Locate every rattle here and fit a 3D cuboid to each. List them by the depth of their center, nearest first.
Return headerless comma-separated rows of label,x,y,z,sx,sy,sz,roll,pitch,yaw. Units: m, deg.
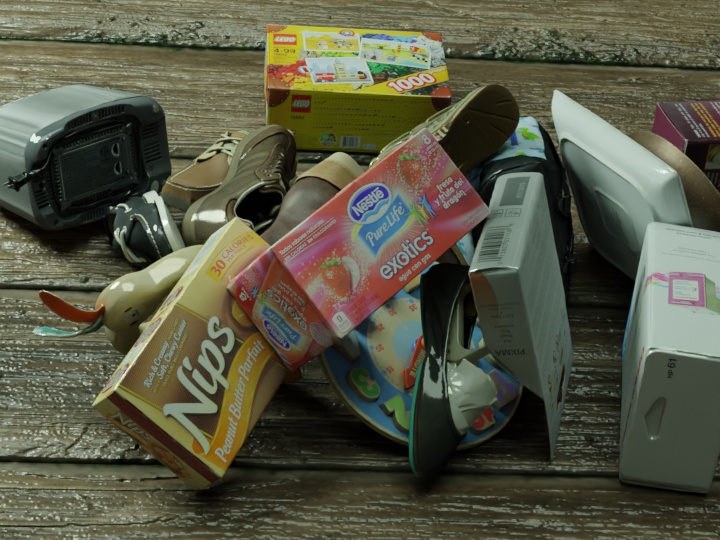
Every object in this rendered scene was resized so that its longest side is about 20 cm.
rattle,-0.170,0.064,1.600,0.199,0.130,0.144,-9,70,-56

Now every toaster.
toaster,-0.293,-0.113,1.826,0.199,0.115,0.129,-25,30,-37

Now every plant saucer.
plant saucer,0.300,-0.038,1.761,0.037,0.201,0.200,-32,45,-12

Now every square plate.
square plate,0.253,-0.053,1.757,0.028,0.201,0.198,-32,40,-13

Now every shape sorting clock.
shape sorting clock,0.055,0.069,1.637,0.198,0.039,0.201,13,55,-20

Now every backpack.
backpack,0.143,-0.072,1.806,0.152,0.164,0.200,-4,30,15

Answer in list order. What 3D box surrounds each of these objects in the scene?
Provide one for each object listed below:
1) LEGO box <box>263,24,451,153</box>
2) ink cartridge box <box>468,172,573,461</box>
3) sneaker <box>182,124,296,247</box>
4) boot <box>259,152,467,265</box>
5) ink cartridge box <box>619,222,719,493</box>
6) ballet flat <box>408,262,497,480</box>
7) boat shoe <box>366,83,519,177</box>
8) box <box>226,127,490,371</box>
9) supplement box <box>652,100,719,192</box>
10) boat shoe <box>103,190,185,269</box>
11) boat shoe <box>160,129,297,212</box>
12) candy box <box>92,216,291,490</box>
LEGO box,-0.006,-0.199,2.036,0.198,0.078,0.149,2,35,-5
ink cartridge box,0.143,0.039,1.615,0.050,0.201,0.163,-1,32,15
sneaker,-0.092,-0.073,1.755,0.075,0.071,0.200,-1,35,28
boot,0.000,0.000,1.714,0.200,0.072,0.167,43,48,-6
ink cartridge box,0.278,0.075,1.617,0.084,0.145,0.201,9,34,4
ballet flat,0.080,0.079,1.569,0.068,0.068,0.202,-8,60,21
boat shoe,0.062,-0.097,1.710,0.199,0.074,0.063,-37,12,-18
box,-0.001,-0.018,1.554,0.200,0.103,0.095,-39,91,-32
supplement box,0.407,-0.114,1.943,0.198,0.111,0.086,-3,34,-13
boat shoe,-0.203,-0.033,1.728,0.060,0.074,0.200,-21,17,-9
boat shoe,-0.128,-0.104,1.841,0.075,0.074,0.200,19,20,23
candy box,-0.121,0.068,1.548,0.115,0.055,0.201,40,58,-11
